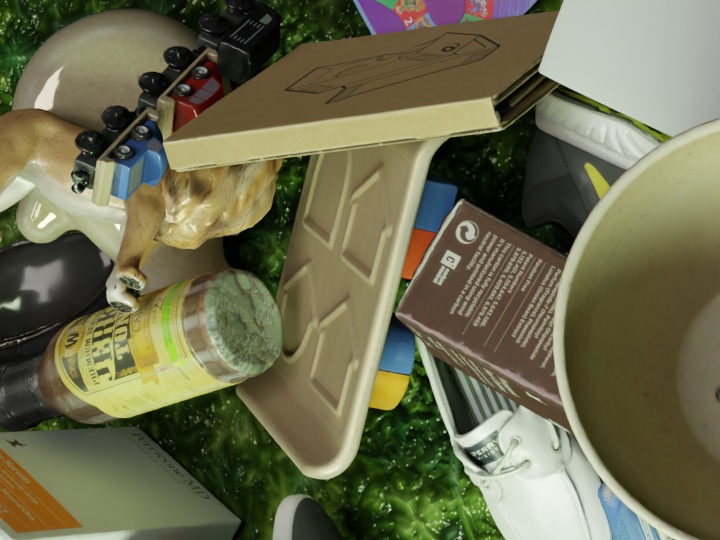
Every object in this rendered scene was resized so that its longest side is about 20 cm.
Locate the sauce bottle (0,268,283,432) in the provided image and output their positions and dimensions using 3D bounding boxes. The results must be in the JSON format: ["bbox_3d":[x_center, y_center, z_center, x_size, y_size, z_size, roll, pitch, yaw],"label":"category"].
[{"bbox_3d":[-0.133,0.052,1.676,0.200,0.065,0.065,-20,78,38],"label":"sauce bottle"}]

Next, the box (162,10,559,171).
[{"bbox_3d":[0.019,-0.098,1.571,0.199,0.163,0.021,-6,109,31],"label":"box"}]

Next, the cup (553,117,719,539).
[{"bbox_3d":[0.192,0.041,1.359,0.199,0.143,0.201,-1,79,8],"label":"cup"}]

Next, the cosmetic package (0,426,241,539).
[{"bbox_3d":[-0.173,0.146,1.682,0.101,0.200,0.071,38,110,29],"label":"cosmetic package"}]

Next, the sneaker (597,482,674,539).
[{"bbox_3d":[0.145,0.199,1.513,0.089,0.079,0.201,-18,67,17],"label":"sneaker"}]

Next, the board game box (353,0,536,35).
[{"bbox_3d":[0.028,-0.218,1.643,0.158,0.039,0.201,-38,68,29],"label":"board game box"}]

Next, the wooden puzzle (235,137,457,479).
[{"bbox_3d":[0.000,0.000,1.616,0.185,0.046,0.201,-140,67,-69],"label":"wooden puzzle"}]

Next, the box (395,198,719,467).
[{"bbox_3d":[0.125,0.050,1.501,0.199,0.100,0.075,28,84,18],"label":"box"}]

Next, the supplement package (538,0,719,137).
[{"bbox_3d":[0.217,-0.129,1.467,0.200,0.111,0.156,28,105,33],"label":"supplement package"}]

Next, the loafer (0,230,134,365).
[{"bbox_3d":[-0.217,0.023,1.793,0.200,0.072,0.073,-28,72,31],"label":"loafer"}]

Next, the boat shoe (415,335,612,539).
[{"bbox_3d":[0.076,0.092,1.589,0.073,0.067,0.201,-38,69,29],"label":"boat shoe"}]

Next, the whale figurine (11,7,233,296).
[{"bbox_3d":[-0.122,-0.053,1.723,0.159,0.104,0.201,-22,99,2],"label":"whale figurine"}]

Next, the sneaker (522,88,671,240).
[{"bbox_3d":[0.163,-0.026,1.535,0.200,0.074,0.085,32,113,40],"label":"sneaker"}]

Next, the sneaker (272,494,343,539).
[{"bbox_3d":[0.021,0.209,1.629,0.099,0.071,0.201,-22,81,30],"label":"sneaker"}]

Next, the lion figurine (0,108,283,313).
[{"bbox_3d":[-0.149,-0.050,1.633,0.199,0.073,0.123,19,65,2],"label":"lion figurine"}]

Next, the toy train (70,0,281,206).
[{"bbox_3d":[-0.096,-0.092,1.614,0.046,0.200,0.034,25,131,14],"label":"toy train"}]
